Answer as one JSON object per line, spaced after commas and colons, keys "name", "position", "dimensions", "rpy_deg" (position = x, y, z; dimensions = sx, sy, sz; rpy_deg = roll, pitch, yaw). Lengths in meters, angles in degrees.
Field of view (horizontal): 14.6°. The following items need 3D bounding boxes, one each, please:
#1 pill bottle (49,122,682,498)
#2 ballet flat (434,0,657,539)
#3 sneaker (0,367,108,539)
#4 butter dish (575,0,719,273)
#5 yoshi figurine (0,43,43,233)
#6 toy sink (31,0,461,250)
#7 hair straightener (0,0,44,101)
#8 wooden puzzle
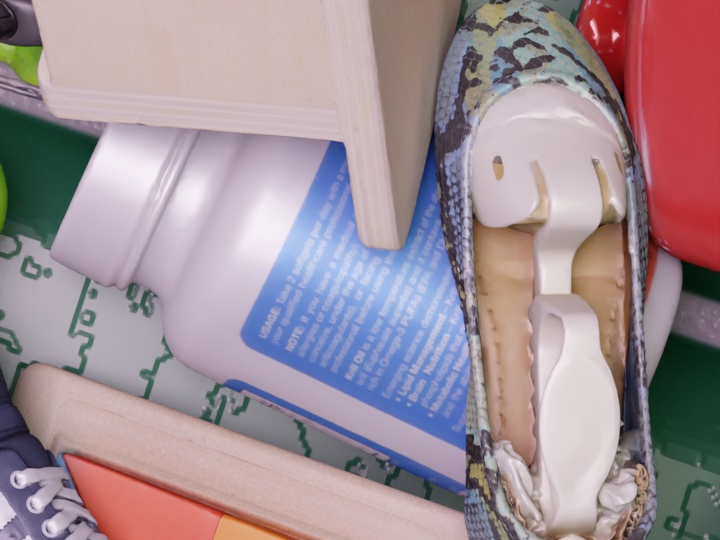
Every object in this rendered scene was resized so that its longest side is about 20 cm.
{"name": "pill bottle", "position": [0.000, 0.000, 0.964], "dimensions": [0.199, 0.112, 0.113], "rpy_deg": [26, 88, -5]}
{"name": "ballet flat", "position": [0.064, 0.005, 0.882], "dimensions": [0.074, 0.074, 0.201], "rpy_deg": [-5, 81, -5]}
{"name": "sneaker", "position": [-0.093, 0.103, 0.914], "dimensions": [0.108, 0.070, 0.201], "rpy_deg": [-9, 88, 21]}
{"name": "butter dish", "position": [0.143, -0.076, 0.959], "dimensions": [0.147, 0.200, 0.201], "rpy_deg": [5, 99, 29]}
{"name": "yoshi figurine", "position": [-0.143, -0.077, 0.957], "dimensions": [0.112, 0.112, 0.201], "rpy_deg": [16, 92, -11]}
{"name": "toy sink", "position": [-0.038, -0.119, 0.853], "dimensions": [0.111, 0.201, 0.131], "rpy_deg": [5, 51, 12]}
{"name": "hair straightener", "position": [-0.055, -0.090, 0.930], "dimensions": [0.199, 0.077, 0.041], "rpy_deg": [-11, 124, -40]}
{"name": "wooden puzzle", "position": [-0.066, 0.145, 0.954], "dimensions": [0.199, 0.037, 0.186], "rpy_deg": [18, 89, 23]}
